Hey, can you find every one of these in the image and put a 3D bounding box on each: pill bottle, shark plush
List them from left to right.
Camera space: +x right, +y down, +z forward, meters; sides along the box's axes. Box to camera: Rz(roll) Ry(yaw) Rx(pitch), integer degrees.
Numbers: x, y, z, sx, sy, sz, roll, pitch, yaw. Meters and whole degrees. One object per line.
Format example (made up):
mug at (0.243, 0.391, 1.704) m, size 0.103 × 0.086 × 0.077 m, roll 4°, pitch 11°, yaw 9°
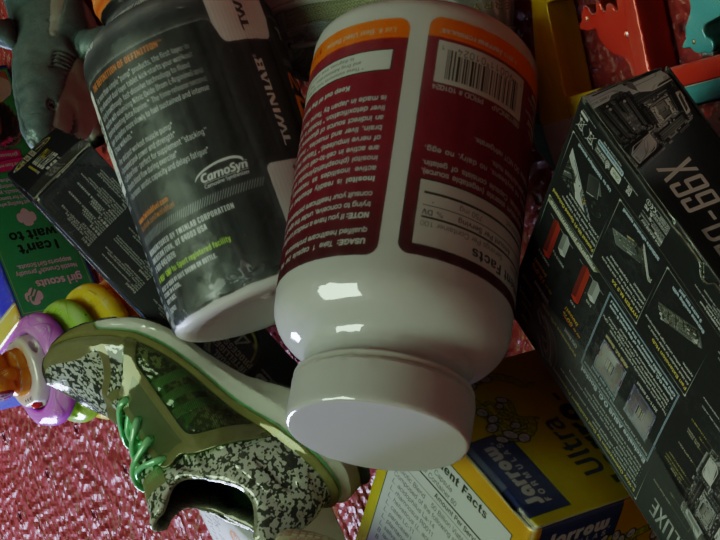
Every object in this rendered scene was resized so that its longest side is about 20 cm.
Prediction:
shark plush at (-0.219, -0.168, 1.374) m, size 0.091 × 0.083 × 0.202 m, roll -39°, pitch 68°, yaw 52°
pill bottle at (-0.079, -0.074, 1.065) m, size 0.106 × 0.106 × 0.202 m, roll -35°, pitch 72°, yaw 52°
pill bottle at (0.020, -0.016, 0.967) m, size 0.113 × 0.112 × 0.202 m, roll -30°, pitch 45°, yaw 53°

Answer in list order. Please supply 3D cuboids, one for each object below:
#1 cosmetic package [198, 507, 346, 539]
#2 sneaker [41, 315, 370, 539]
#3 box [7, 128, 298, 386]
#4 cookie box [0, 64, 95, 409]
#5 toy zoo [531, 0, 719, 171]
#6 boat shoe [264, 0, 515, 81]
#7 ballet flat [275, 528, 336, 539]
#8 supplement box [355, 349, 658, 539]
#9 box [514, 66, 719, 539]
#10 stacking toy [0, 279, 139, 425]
cosmetic package at (-0.031, 0.188, 1.173) m, size 0.082 × 0.051 × 0.201 m, roll 33°, pitch 153°, yaw 44°
sneaker at (-0.097, 0.089, 1.077) m, size 0.199 × 0.089 × 0.077 m, roll 19°, pitch 144°, yaw 27°
box at (-0.110, 0.008, 1.177) m, size 0.200 × 0.049 × 0.161 m, roll 47°, pitch 173°, yaw -16°
cookie box at (-0.280, -0.018, 1.510) m, size 0.171 × 0.075 × 0.201 m, roll -46°, pitch 64°, yaw 49°
toy zoo at (0.141, -0.082, 0.954) m, size 0.199 × 0.020 × 0.133 m, roll -10°, pitch 92°, yaw 55°
boat shoe at (0.006, -0.124, 1.087) m, size 0.201 × 0.074 × 0.065 m, roll -10°, pitch 88°, yaw 48°
ballet flat at (0.029, 0.188, 0.978) m, size 0.062 × 0.067 × 0.201 m, roll -46°, pitch 59°, yaw 18°
supplement box at (0.069, 0.155, 1.048) m, size 0.109 × 0.109 × 0.201 m, roll 46°, pitch 135°, yaw 36°
box at (0.147, 0.039, 0.900) m, size 0.201 × 0.049 × 0.158 m, roll 58°, pitch 154°, yaw 28°
stacking toy at (-0.177, 0.055, 1.282) m, size 0.116 × 0.199 × 0.111 m, roll -21°, pitch 83°, yaw 53°
